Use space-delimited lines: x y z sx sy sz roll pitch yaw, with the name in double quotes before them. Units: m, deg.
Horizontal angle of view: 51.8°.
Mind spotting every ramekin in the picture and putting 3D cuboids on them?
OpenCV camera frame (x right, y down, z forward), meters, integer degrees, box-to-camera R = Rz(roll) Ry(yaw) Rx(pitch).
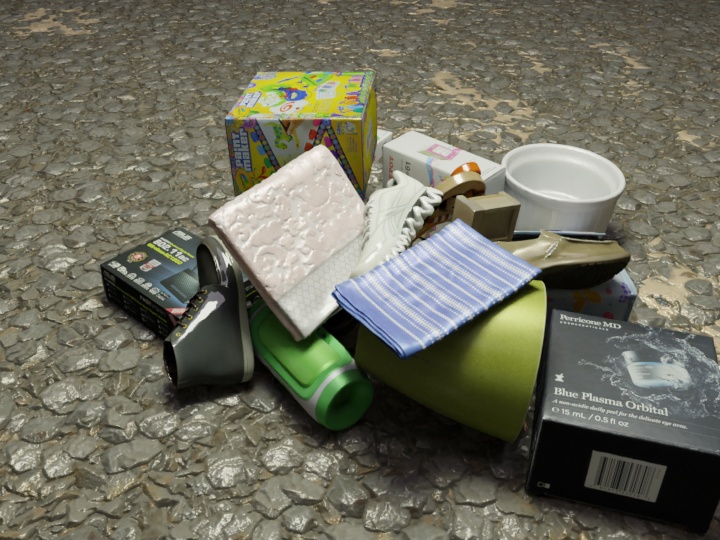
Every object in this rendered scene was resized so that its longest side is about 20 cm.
"ramekin" 0.323 -0.121 1.219 0.196 0.099 0.202 2 34 -2

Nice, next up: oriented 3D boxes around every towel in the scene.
"towel" 0.081 0.014 0.825 0.198 0.024 0.144 -29 41 -22
"towel" -0.064 -0.040 0.939 0.199 0.032 0.192 -38 92 -34

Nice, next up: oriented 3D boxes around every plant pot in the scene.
"plant pot" 0.098 0.084 0.872 0.196 0.190 0.188 12 35 4

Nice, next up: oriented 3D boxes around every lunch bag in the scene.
"lunch bag" 0.273 0.006 1.061 0.166 0.129 0.201 2 35 -5

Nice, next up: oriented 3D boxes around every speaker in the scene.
"speaker" -0.071 0.112 0.940 0.087 0.090 0.199 -22 41 -30

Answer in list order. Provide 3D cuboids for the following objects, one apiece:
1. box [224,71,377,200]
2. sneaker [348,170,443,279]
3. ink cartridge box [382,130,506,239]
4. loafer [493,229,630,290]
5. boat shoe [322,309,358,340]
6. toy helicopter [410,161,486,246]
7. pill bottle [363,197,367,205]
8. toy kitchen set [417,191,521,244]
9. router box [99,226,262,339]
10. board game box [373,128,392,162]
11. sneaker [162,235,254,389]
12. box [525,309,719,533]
"box" -0.078 -0.204 1.092 0.189 0.124 0.201 2 33 7
"sneaker" 0.030 -0.051 0.943 0.081 0.075 0.201 38 51 -2
"ink cartridge box" 0.132 -0.128 1.234 0.199 0.147 0.084 29 45 35
"loafer" 0.246 -0.017 0.938 0.196 0.076 0.068 -5 62 -12
"boat shoe" 0.000 0.000 1.018 0.073 0.203 0.073 19 -6 0
"toy helicopter" 0.099 -0.079 1.097 0.131 0.199 0.080 -2 60 -48
"pill bottle" -0.045 -0.107 1.228 0.112 0.115 0.201 -6 35 -10
"toy kitchen set" 0.088 -0.028 1.025 0.161 0.203 0.180 -10 35 -29
"router box" -0.260 0.021 1.084 0.198 0.063 0.149 27 41 32
"board game box" -0.049 -0.188 1.212 0.125 0.035 0.200 18 40 26
"sneaker" -0.206 0.049 0.950 0.105 0.075 0.203 -4 68 -32
"box" 0.301 0.162 0.850 0.193 0.119 0.201 9 34 12
